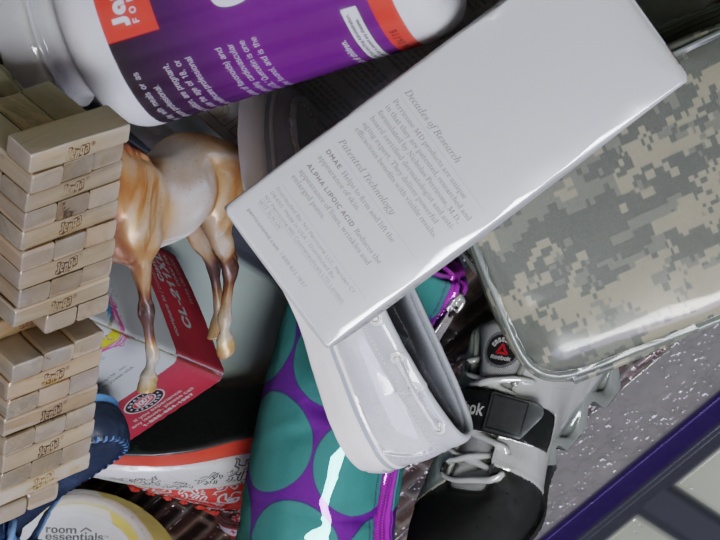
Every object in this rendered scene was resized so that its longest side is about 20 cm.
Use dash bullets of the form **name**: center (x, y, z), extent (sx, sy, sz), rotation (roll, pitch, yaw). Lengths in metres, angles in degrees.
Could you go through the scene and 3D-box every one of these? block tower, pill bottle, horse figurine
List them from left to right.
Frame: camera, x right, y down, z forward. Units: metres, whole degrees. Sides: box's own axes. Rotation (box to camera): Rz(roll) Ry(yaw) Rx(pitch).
- **block tower**: center (-0.147, 0.012, 1.220), extent (0.054, 0.058, 0.201), rotation (-23, 138, -38)
- **horse figurine**: center (-0.089, -0.016, 1.319), extent (0.050, 0.200, 0.133), rotation (9, 107, 31)
- **pill bottle**: center (-0.060, -0.132, 1.234), extent (0.199, 0.113, 0.113), rotation (-16, 133, 13)

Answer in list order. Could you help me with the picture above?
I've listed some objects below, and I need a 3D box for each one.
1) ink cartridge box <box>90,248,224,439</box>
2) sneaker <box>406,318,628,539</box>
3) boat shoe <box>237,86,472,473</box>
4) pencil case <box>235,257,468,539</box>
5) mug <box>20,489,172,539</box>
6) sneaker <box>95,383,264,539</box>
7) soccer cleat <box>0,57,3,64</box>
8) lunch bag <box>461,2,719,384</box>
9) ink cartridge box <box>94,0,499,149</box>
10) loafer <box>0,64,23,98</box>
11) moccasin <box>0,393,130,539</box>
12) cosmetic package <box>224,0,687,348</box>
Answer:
- **ink cartridge box**: center (-0.185, 0.034, 1.361), extent (0.145, 0.083, 0.200), rotation (-33, 151, 18)
- **sneaker**: center (0.071, 0.074, 1.459), extent (0.074, 0.200, 0.089), rotation (5, 134, 31)
- **boat shoe**: center (0.000, 0.000, 1.335), extent (0.068, 0.072, 0.201), rotation (-15, 96, 22)
- **pencil case**: center (-0.006, 0.079, 1.433), extent (0.085, 0.092, 0.201), rotation (2, 102, -64)
- **mug**: center (-0.140, 0.185, 1.501), extent (0.186, 0.149, 0.153), rotation (-38, 154, -29)
- **sneaker**: center (-0.081, 0.115, 1.515), extent (0.200, 0.067, 0.108), rotation (-5, 128, -14)
- **soccer cleat**: center (-0.236, -0.071, 1.322), extent (0.199, 0.070, 0.087), rotation (-18, 128, -7)
- **lunch bag**: center (0.139, -0.041, 1.378), extent (0.199, 0.168, 0.140), rotation (-24, 94, 4)
- **ink cartridge box**: center (-0.018, -0.116, 1.354), extent (0.200, 0.050, 0.161), rotation (-31, 131, 21)
- **loafer**: center (-0.233, -0.079, 1.246), extent (0.199, 0.068, 0.076), rotation (18, 157, 22)
- **moccasin**: center (-0.194, 0.130, 1.360), extent (0.199, 0.068, 0.080), rotation (-30, 152, 14)
- **cosmetic package**: center (0.044, -0.058, 1.242), extent (0.200, 0.113, 0.081), rotation (-38, 92, 4)
